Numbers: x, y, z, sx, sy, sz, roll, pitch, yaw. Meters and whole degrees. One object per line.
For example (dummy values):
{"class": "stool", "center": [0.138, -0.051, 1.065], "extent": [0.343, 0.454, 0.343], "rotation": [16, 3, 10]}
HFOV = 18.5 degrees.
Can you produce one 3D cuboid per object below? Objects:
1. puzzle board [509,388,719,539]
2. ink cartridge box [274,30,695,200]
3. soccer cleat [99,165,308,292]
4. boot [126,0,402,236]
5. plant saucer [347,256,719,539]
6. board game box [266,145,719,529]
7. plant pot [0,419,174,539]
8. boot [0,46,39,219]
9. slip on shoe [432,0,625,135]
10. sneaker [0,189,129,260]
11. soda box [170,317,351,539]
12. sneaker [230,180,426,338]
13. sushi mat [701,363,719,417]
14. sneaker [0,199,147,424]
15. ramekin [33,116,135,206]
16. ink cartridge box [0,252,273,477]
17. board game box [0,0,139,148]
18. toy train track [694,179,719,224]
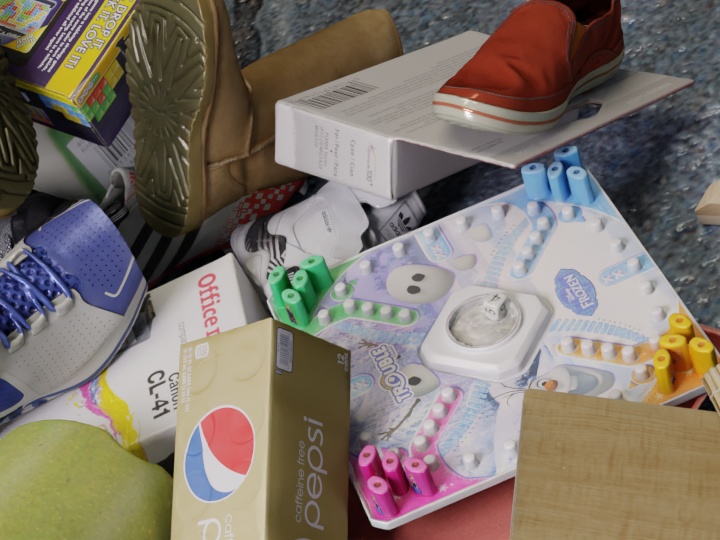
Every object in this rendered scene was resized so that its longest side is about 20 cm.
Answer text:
{"class": "puzzle board", "center": [0.169, 0.120, 1.027], "extent": [0.198, 0.017, 0.151], "rotation": [7, 37, 3]}
{"class": "ink cartridge box", "center": [0.076, -0.089, 1.337], "extent": [0.175, 0.045, 0.199], "rotation": [18, 29, 35]}
{"class": "soccer cleat", "center": [-0.118, -0.044, 1.446], "extent": [0.199, 0.085, 0.069], "rotation": [-34, 34, -8]}
{"class": "boot", "center": [-0.052, -0.125, 1.364], "extent": [0.066, 0.176, 0.199], "rotation": [33, 41, 30]}
{"class": "plant saucer", "center": [0.072, 0.090, 1.165], "extent": [0.199, 0.037, 0.200], "rotation": [15, 52, 36]}
{"class": "board game box", "center": [0.065, 0.028, 1.183], "extent": [0.199, 0.026, 0.200], "rotation": [-23, 41, -5]}
{"class": "plant pot", "center": [-0.171, 0.180, 1.108], "extent": [0.199, 0.201, 0.184], "rotation": [-4, 32, 30]}
{"class": "boot", "center": [-0.276, -0.053, 1.316], "extent": [0.200, 0.066, 0.176], "rotation": [-41, 47, 33]}
{"class": "slip on shoe", "center": [0.100, -0.126, 1.291], "extent": [0.074, 0.062, 0.200], "rotation": [14, 28, 26]}
{"class": "sneaker", "center": [-0.217, 0.013, 1.307], "extent": [0.113, 0.076, 0.200], "rotation": [-5, 33, 36]}
{"class": "soda box", "center": [-0.050, 0.132, 1.103], "extent": [0.067, 0.064, 0.202], "rotation": [-16, 62, 37]}
{"class": "sneaker", "center": [0.000, 0.000, 1.315], "extent": [0.115, 0.075, 0.200], "rotation": [-33, 31, -4]}
{"class": "sushi mat", "center": [0.233, 0.108, 1.025], "extent": [0.095, 0.012, 0.201], "rotation": [-3, 38, -12]}
{"class": "sneaker", "center": [-0.207, 0.039, 1.205], "extent": [0.199, 0.115, 0.081], "rotation": [-43, 73, -10]}
{"class": "ramekin", "center": [-0.178, -0.112, 1.485], "extent": [0.200, 0.201, 0.098], "rotation": [-37, 43, -14]}
{"class": "ink cartridge box", "center": [-0.137, 0.095, 1.277], "extent": [0.199, 0.086, 0.148], "rotation": [-26, 33, 6]}
{"class": "board game box", "center": [-0.177, -0.189, 1.380], "extent": [0.164, 0.057, 0.201], "rotation": [21, 68, 29]}
{"class": "toy train track", "center": [0.273, -0.041, 1.219], "extent": [0.199, 0.033, 0.115], "rotation": [3, 45, 39]}
